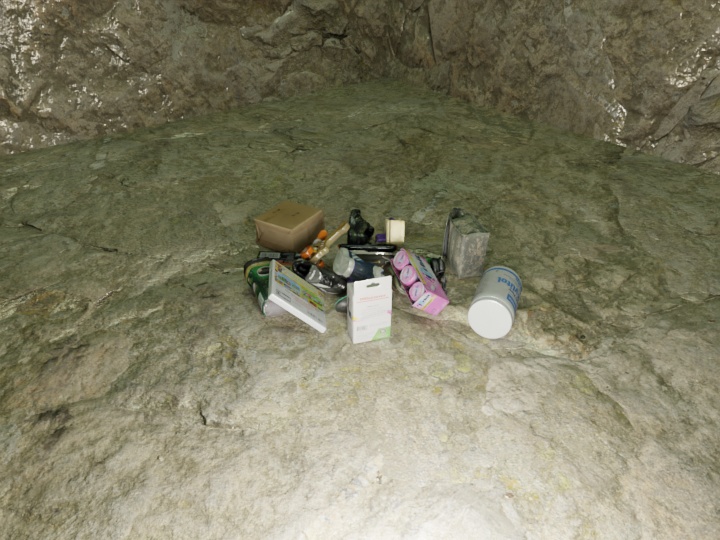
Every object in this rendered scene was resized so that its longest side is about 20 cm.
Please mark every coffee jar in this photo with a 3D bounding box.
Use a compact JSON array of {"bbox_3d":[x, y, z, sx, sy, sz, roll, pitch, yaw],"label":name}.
[{"bbox_3d":[-0.284,0.045,1.664,0.102,0.087,0.201,-12,44,-26],"label":"coffee jar"}]

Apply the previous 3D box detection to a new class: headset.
[{"bbox_3d":[0.228,0.013,1.788,0.121,0.096,0.200,-16,20,-18],"label":"headset"}]

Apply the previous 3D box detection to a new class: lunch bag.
[{"bbox_3d":[0.341,-0.099,1.853,0.114,0.168,0.201,-6,32,-14],"label":"lunch bag"}]

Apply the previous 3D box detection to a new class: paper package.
[{"bbox_3d":[-0.259,-0.160,1.996,0.187,0.106,0.200,17,36,26],"label":"paper package"}]

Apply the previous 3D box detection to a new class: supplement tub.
[{"bbox_3d":[0.395,0.088,1.594,0.129,0.135,0.201,12,34,18],"label":"supplement tub"}]

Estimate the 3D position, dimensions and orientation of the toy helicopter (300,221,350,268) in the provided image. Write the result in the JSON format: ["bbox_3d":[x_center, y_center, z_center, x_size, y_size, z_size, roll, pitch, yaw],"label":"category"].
[{"bbox_3d":[-0.115,-0.091,1.818,0.199,0.079,0.132,-40,20,1],"label":"toy helicopter"}]

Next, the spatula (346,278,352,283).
[{"bbox_3d":[0.002,0.010,1.811,0.055,0.021,0.199,18,35,27],"label":"spatula"}]

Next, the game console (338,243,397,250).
[{"bbox_3d":[0.022,-0.079,1.862,0.194,0.032,0.177,0,-2,-2],"label":"game console"}]

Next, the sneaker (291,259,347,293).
[{"bbox_3d":[-0.133,0.020,1.702,0.196,0.068,0.090,24,0,8],"label":"sneaker"}]

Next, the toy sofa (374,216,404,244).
[{"bbox_3d":[0.102,-0.143,1.931,0.095,0.085,0.200,3,9,0],"label":"toy sofa"}]

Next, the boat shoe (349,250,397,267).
[{"bbox_3d":[0.042,-0.033,1.815,0.196,0.062,0.071,2,-2,-22],"label":"boat shoe"}]

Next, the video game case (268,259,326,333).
[{"bbox_3d":[-0.184,0.073,1.592,0.198,0.023,0.184,36,22,-25],"label":"video game case"}]

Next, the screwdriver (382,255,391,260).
[{"bbox_3d":[0.109,-0.025,1.772,0.027,0.030,0.199,3,-2,26],"label":"screwdriver"}]

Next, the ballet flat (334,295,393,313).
[{"bbox_3d":[0.019,0.094,1.641,0.196,0.069,0.069,-20,49,-29],"label":"ballet flat"}]

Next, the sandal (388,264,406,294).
[{"bbox_3d":[0.123,0.039,1.737,0.079,0.058,0.201,33,10,-13],"label":"sandal"}]

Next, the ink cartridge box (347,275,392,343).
[{"bbox_3d":[0.024,0.093,1.510,0.114,0.205,0.068,-8,32,-15],"label":"ink cartridge box"}]

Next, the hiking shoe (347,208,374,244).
[{"bbox_3d":[0.002,-0.155,2.036,0.098,0.077,0.203,8,41,-4],"label":"hiking shoe"}]

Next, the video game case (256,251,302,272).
[{"bbox_3d":[-0.261,-0.007,1.828,0.194,0.026,0.182,2,32,0],"label":"video game case"}]

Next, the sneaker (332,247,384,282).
[{"bbox_3d":[0.000,0.000,1.700,0.144,0.082,0.200,23,6,-18],"label":"sneaker"}]

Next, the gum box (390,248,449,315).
[{"bbox_3d":[0.176,0.029,1.656,0.112,0.066,0.202,24,30,-39],"label":"gum box"}]
